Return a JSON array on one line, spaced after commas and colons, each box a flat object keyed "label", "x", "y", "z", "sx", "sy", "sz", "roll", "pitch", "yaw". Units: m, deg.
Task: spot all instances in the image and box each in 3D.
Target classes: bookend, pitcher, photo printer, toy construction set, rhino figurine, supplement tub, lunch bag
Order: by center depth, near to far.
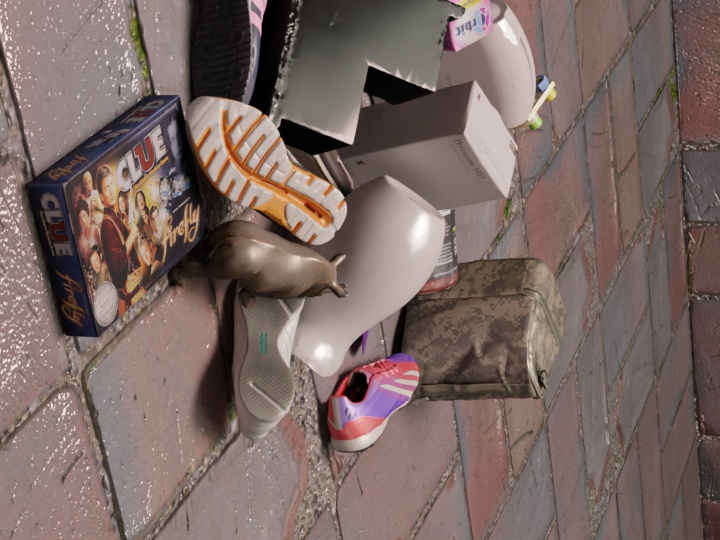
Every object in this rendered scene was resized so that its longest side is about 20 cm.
[{"label": "rhino figurine", "x": -0.079, "y": -0.001, "z": 1.430, "sx": 0.199, "sy": 0.087, "sz": 0.060, "roll": 17, "pitch": 58, "yaw": -46}, {"label": "bookend", "x": -0.015, "y": -0.196, "z": 1.492, "sx": 0.199, "sy": 0.092, "sz": 0.200, "roll": 17, "pitch": 77, "yaw": -30}, {"label": "pitcher", "x": 0.000, "y": 0.000, "z": 1.588, "sx": 0.201, "sy": 0.121, "sz": 0.172, "roll": -54, "pitch": -176, "yaw": 11}, {"label": "photo printer", "x": 0.105, "y": -0.240, "z": 1.766, "sx": 0.167, "sy": 0.199, "sz": 0.070, "roll": 71, "pitch": 31, "yaw": -42}, {"label": "supplement tub", "x": 0.059, "y": -0.078, "z": 1.793, "sx": 0.107, "sy": 0.106, "sz": 0.202, "roll": -34, "pitch": 122, "yaw": -62}, {"label": "toy construction set", "x": 0.160, "y": -0.165, "z": 1.875, "sx": 0.092, "sy": 0.131, "sz": 0.200, "roll": 56, "pitch": 44, "yaw": -24}, {"label": "lunch bag", "x": 0.151, "y": 0.090, "z": 1.914, "sx": 0.140, "sy": 0.199, "sz": 0.168, "roll": 66, "pitch": 31, "yaw": -41}]

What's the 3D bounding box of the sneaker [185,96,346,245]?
[{"label": "sneaker", "x": -0.098, "y": -0.094, "z": 1.385, "sx": 0.078, "sy": 0.077, "sz": 0.200, "roll": -50, "pitch": 131, "yaw": -4}]

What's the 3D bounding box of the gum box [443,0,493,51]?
[{"label": "gum box", "x": 0.045, "y": -0.316, "z": 1.635, "sx": 0.066, "sy": 0.199, "sz": 0.114, "roll": -31, "pitch": 125, "yaw": -32}]

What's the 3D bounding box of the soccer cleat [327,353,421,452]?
[{"label": "soccer cleat", "x": 0.017, "y": 0.137, "z": 1.767, "sx": 0.200, "sy": 0.068, "sz": 0.074, "roll": -46, "pitch": 129, "yaw": -54}]

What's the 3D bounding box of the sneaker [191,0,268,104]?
[{"label": "sneaker", "x": -0.111, "y": -0.237, "z": 1.420, "sx": 0.082, "sy": 0.070, "sz": 0.202, "roll": 5, "pitch": 89, "yaw": -65}]

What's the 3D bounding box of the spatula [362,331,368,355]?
[{"label": "spatula", "x": -0.010, "y": 0.012, "z": 1.740, "sx": 0.057, "sy": 0.020, "sz": 0.201, "roll": -78, "pitch": 156, "yaw": -53}]

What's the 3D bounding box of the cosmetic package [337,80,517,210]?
[{"label": "cosmetic package", "x": 0.059, "y": -0.125, "z": 1.642, "sx": 0.113, "sy": 0.199, "sz": 0.082, "roll": 49, "pitch": 45, "yaw": -38}]

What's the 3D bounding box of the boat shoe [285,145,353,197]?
[{"label": "boat shoe", "x": -0.040, "y": -0.107, "z": 1.605, "sx": 0.057, "sy": 0.066, "sz": 0.201, "roll": -65, "pitch": 145, "yaw": -34}]

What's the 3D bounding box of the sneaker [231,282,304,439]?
[{"label": "sneaker", "x": -0.101, "y": 0.075, "z": 1.494, "sx": 0.080, "sy": 0.070, "sz": 0.201, "roll": 117, "pitch": -18, "yaw": -53}]

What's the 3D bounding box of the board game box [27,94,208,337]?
[{"label": "board game box", "x": -0.199, "y": -0.051, "z": 1.273, "sx": 0.200, "sy": 0.034, "sz": 0.136, "roll": -51, "pitch": 138, "yaw": -54}]
